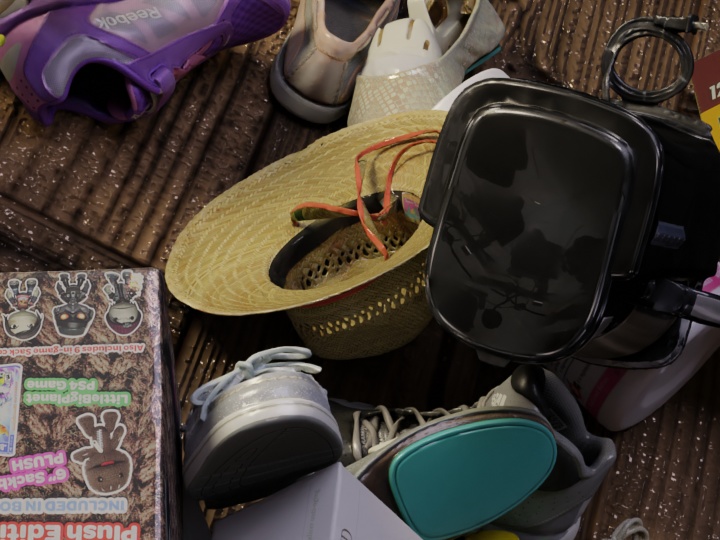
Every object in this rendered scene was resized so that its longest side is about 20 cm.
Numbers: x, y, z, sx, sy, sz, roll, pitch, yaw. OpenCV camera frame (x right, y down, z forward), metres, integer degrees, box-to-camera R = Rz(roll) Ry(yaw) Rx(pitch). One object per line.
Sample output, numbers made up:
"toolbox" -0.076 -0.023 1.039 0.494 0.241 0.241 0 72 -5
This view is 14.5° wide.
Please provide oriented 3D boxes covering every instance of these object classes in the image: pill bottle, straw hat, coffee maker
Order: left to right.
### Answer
"straw hat" 0.000 0.000 1.556 0.085 0.200 0.201 67 32 -28
"pill bottle" 0.116 -0.015 1.624 0.200 0.113 0.113 45 43 15
"coffee maker" 0.111 -0.046 1.462 0.200 0.134 0.193 11 72 -72

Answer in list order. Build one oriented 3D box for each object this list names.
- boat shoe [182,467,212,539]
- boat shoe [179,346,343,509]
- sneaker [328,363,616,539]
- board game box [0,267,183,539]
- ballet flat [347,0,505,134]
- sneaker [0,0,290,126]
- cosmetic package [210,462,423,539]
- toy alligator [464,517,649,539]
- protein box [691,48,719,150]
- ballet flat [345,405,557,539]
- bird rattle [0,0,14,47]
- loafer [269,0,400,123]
"boat shoe" -0.114 0.138 1.367 0.071 0.072 0.200 -14 56 -34
"boat shoe" -0.052 0.070 1.326 0.074 0.202 0.065 -14 81 -4
"sneaker" 0.044 0.080 1.486 0.199 0.116 0.075 15 45 -20
"board game box" -0.130 0.123 1.256 0.096 0.160 0.201 -2 64 -1
"ballet flat" 0.033 -0.131 1.706 0.200 0.067 0.063 -51 127 -62
"sneaker" -0.124 -0.127 1.618 0.200 0.081 0.089 -11 62 -31
"cosmetic package" 0.015 0.197 1.325 0.200 0.085 0.108 45 34 -31
"toy alligator" 0.066 0.163 1.473 0.200 0.060 0.054 -18 21 -42
"protein box" 0.312 -0.028 1.678 0.200 0.135 0.199 45 27 -42
"ballet flat" 0.004 0.116 1.426 0.200 0.068 0.064 -27 26 -20
"bird rattle" -0.208 -0.181 1.488 0.163 0.200 0.113 45 -4 -23
"loafer" -0.005 -0.171 1.739 0.072 0.063 0.200 24 42 -9
